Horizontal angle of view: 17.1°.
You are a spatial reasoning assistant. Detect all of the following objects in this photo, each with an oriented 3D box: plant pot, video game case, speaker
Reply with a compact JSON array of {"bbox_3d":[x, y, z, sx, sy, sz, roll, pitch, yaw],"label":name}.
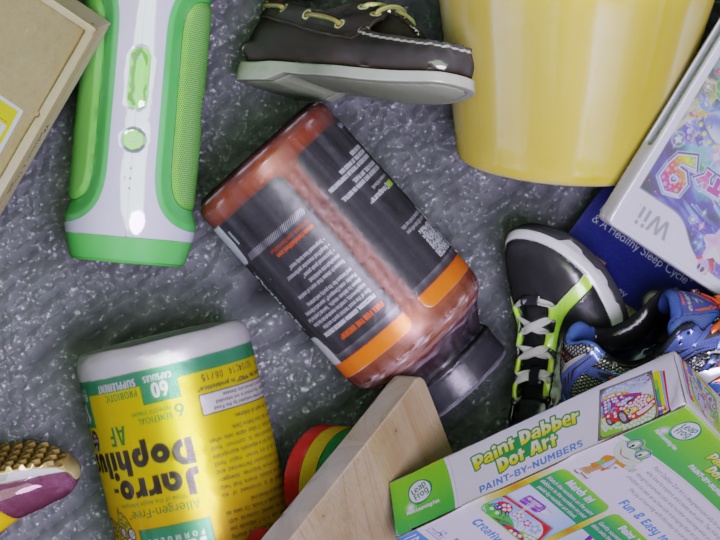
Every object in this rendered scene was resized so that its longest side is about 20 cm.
[{"bbox_3d":[0.131,-0.157,1.471,0.200,0.201,0.189,2,105,-3],"label":"plant pot"},{"bbox_3d":[0.250,-0.082,1.452,0.143,0.018,0.200,31,91,-25],"label":"video game case"},{"bbox_3d":[-0.138,-0.104,1.501,0.088,0.088,0.201,5,90,-3],"label":"speaker"}]

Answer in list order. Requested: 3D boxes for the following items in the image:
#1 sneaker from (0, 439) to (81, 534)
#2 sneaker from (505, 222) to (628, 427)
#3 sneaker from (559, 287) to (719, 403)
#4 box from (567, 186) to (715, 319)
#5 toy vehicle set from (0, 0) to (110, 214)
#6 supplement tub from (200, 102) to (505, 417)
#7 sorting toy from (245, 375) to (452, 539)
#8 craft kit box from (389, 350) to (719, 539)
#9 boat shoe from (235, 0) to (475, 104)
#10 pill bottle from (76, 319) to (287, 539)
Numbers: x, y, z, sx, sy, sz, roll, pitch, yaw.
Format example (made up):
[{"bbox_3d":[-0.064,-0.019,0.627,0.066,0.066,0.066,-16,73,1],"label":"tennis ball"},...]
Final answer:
[{"bbox_3d":[-0.265,0.171,1.509,0.199,0.075,0.090,-15,99,3],"label":"sneaker"},{"bbox_3d":[0.127,0.070,1.500,0.083,0.072,0.200,-28,102,-35],"label":"sneaker"},{"bbox_3d":[0.210,0.044,1.432,0.200,0.075,0.079,-20,118,1],"label":"sneaker"},{"bbox_3d":[0.222,-0.047,1.522,0.121,0.032,0.200,36,87,28],"label":"box"},{"bbox_3d":[-0.256,-0.103,1.484,0.124,0.027,0.200,35,109,4],"label":"toy vehicle set"},{"bbox_3d":[0.000,0.000,1.498,0.107,0.107,0.200,-41,93,-2],"label":"supplement tub"},{"bbox_3d":[-0.009,0.198,1.459,0.199,0.069,0.200,-49,130,-38],"label":"sorting toy"},{"bbox_3d":[0.152,0.148,1.446,0.197,0.200,0.049,-24,48,23],"label":"craft kit box"},{"bbox_3d":[-0.003,-0.137,1.465,0.072,0.201,0.061,17,84,-41],"label":"boat shoe"},{"bbox_3d":[-0.103,0.138,1.491,0.112,0.113,0.201,-13,92,-3],"label":"pill bottle"}]
